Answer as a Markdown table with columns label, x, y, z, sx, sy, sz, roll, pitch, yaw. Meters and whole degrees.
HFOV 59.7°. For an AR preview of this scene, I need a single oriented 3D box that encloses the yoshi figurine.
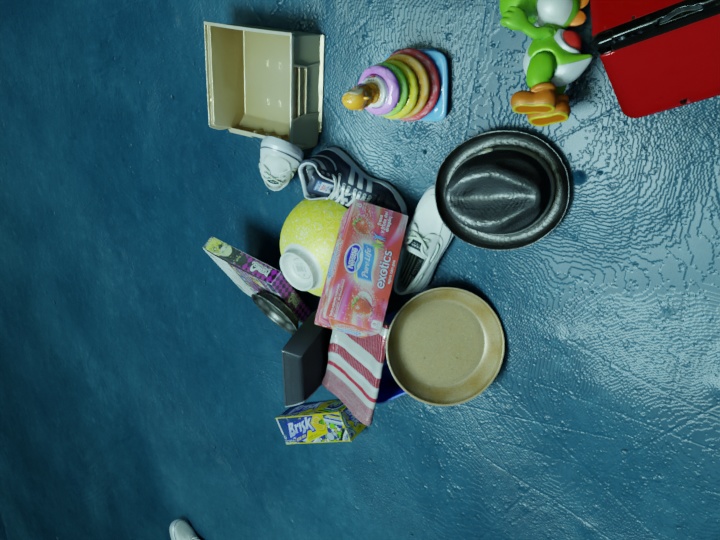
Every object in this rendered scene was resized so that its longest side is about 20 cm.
| label | x | y | z | sx | sy | sz | roll | pitch | yaw |
| --- | --- | --- | --- | --- | --- | --- | --- | --- | --- |
| yoshi figurine | 0.225 | -0.297 | 0.819 | 0.112 | 0.112 | 0.201 | 170 | 106 | -78 |

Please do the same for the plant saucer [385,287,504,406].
| label | x | y | z | sx | sy | sz | roll | pitch | yaw |
| --- | --- | --- | --- | --- | --- | --- | --- | --- | --- |
| plant saucer | 0.140 | 0.126 | 1.055 | 0.200 | 0.035 | 0.201 | 0 | 95 | -3 |

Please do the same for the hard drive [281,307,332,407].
| label | x | y | z | sx | sy | sz | roll | pitch | yaw |
| --- | --- | --- | --- | --- | --- | --- | --- | --- | --- |
| hard drive | -0.090 | 0.158 | 1.196 | 0.042 | 0.200 | 0.135 | 8 | 114 | 17 |

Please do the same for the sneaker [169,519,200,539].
| label | x | y | z | sx | sy | sz | roll | pitch | yaw |
| --- | --- | --- | --- | --- | --- | --- | --- | --- | --- |
| sneaker | -0.487 | 0.818 | 1.858 | 0.071 | 0.073 | 0.200 | -24 | 102 | 31 |

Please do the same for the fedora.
| label | x | y | z | sx | sy | sz | roll | pitch | yaw |
| --- | --- | --- | --- | --- | --- | --- | --- | --- | --- |
| fedora | 0.196 | -0.108 | 0.908 | 0.200 | 0.092 | 0.201 | 7 | 108 | 21 |

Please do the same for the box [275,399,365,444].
| label | x | y | z | sx | sy | sz | roll | pitch | yaw |
| --- | --- | --- | --- | --- | --- | --- | --- | --- | --- |
| box | -0.088 | 0.325 | 1.347 | 0.200 | 0.064 | 0.070 | -16 | 99 | 39 |

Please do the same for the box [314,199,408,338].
| label | x | y | z | sx | sy | sz | roll | pitch | yaw |
| --- | --- | --- | --- | --- | --- | --- | --- | --- | --- |
| box | 0.000 | 0.000 | 1.023 | 0.094 | 0.201 | 0.103 | 17 | 166 | -10 |

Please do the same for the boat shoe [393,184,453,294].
| label | x | y | z | sx | sy | sz | roll | pitch | yaw |
| --- | --- | --- | --- | --- | --- | --- | --- | --- | --- |
| boat shoe | 0.105 | -0.043 | 1.036 | 0.073 | 0.067 | 0.200 | 26 | 122 | 26 |

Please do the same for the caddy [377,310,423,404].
| label | x | y | z | sx | sy | sz | roll | pitch | yaw |
| --- | --- | --- | --- | --- | --- | --- | --- | --- | --- |
| caddy | 0.043 | 0.163 | 1.152 | 0.200 | 0.105 | 0.142 | -34 | 86 | 41 |

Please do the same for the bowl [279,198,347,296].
| label | x | y | z | sx | sy | sz | roll | pitch | yaw |
| --- | --- | --- | --- | --- | --- | --- | --- | --- | --- |
| bowl | -0.083 | -0.024 | 1.144 | 0.200 | 0.108 | 0.201 | 25 | 134 | 29 |

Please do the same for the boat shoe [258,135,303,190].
| label | x | y | z | sx | sy | sz | roll | pitch | yaw |
| --- | --- | --- | --- | --- | --- | --- | --- | --- | --- |
| boat shoe | -0.142 | -0.179 | 1.105 | 0.073 | 0.200 | 0.067 | 18 | 86 | -1 |

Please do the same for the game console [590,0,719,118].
| label | x | y | z | sx | sy | sz | roll | pitch | yaw |
| --- | --- | --- | --- | --- | --- | --- | --- | --- | --- |
| game console | 0.395 | -0.306 | 0.751 | 0.200 | 0.119 | 0.173 | -10 | 71 | 39 |

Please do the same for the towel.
| label | x | y | z | sx | sy | sz | roll | pitch | yaw |
| --- | --- | --- | --- | --- | --- | --- | --- | --- | --- |
| towel | -0.011 | 0.156 | 1.119 | 0.144 | 0.023 | 0.201 | 33 | 121 | 45 |

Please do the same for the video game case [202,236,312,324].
| label | x | y | z | sx | sy | sz | roll | pitch | yaw |
| --- | --- | --- | --- | --- | --- | --- | --- | --- | --- |
| video game case | -0.200 | 0.024 | 1.248 | 0.181 | 0.036 | 0.200 | 26 | 162 | 27 |

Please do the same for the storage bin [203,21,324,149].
| label | x | y | z | sx | sy | sz | roll | pitch | yaw |
| --- | --- | --- | --- | --- | --- | --- | --- | --- | --- |
| storage bin | -0.172 | -0.329 | 1.115 | 0.200 | 0.094 | 0.199 | 19 | 119 | 29 |

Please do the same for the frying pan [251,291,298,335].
| label | x | y | z | sx | sy | sz | roll | pitch | yaw |
| --- | --- | --- | --- | --- | --- | --- | --- | --- | --- |
| frying pan | -0.134 | 0.105 | 1.202 | 0.190 | 0.031 | 0.115 | 44 | 160 | -13 |

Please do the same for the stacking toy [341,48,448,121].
| label | x | y | z | sx | sy | sz | roll | pitch | yaw |
| --- | --- | --- | --- | --- | --- | --- | --- | --- | --- |
| stacking toy | 0.036 | -0.263 | 0.917 | 0.116 | 0.200 | 0.110 | 11 | 115 | 34 |

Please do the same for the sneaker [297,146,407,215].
| label | x | y | z | sx | sy | sz | roll | pitch | yaw |
| --- | --- | --- | --- | --- | --- | --- | --- | --- | --- |
| sneaker | -0.020 | -0.133 | 1.074 | 0.200 | 0.108 | 0.070 | 40 | 128 | 16 |
